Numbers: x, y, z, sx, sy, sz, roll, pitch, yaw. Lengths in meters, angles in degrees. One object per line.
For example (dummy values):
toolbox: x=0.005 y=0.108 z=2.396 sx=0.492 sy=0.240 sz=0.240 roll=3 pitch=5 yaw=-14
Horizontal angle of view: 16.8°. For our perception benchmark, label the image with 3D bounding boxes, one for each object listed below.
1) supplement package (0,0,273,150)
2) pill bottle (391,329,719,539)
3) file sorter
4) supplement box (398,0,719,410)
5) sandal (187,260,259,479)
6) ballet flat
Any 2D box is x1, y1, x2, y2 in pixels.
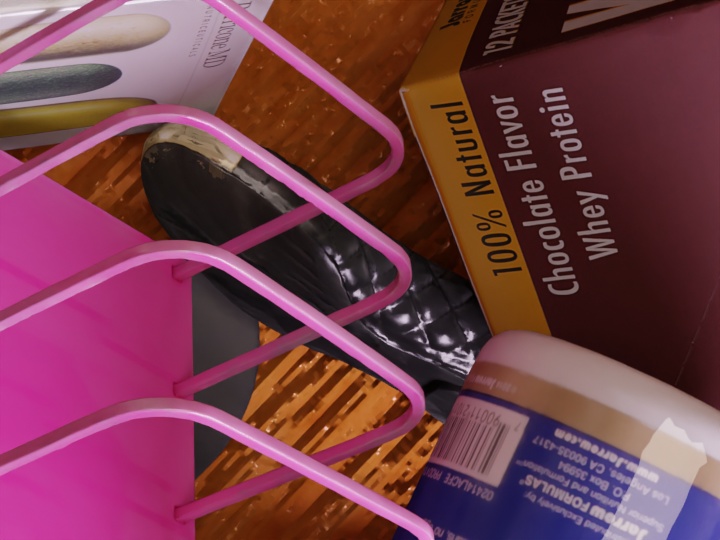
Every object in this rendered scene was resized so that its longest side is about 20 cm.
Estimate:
supplement package: x=-0.146 y=-0.126 z=0.797 sx=0.199 sy=0.152 sz=0.152 roll=-8 pitch=78 yaw=-14
pill bottle: x=0.050 y=0.130 z=0.745 sx=0.115 sy=0.116 sz=0.201 roll=27 pitch=84 yaw=-13
file sorter: x=-0.059 y=0.037 z=0.718 sx=0.139 sy=0.125 sz=0.201 roll=32 pitch=43 yaw=-42
supplement box: x=0.147 y=-0.024 z=0.837 sx=0.199 sy=0.133 sz=0.198 roll=-15 pitch=111 yaw=19
sandal: x=-0.101 y=0.068 z=0.862 sx=0.200 sy=0.045 sz=0.075 roll=-43 pitch=102 yaw=-28
ballet flat: x=0.000 y=0.000 z=0.896 sx=0.200 sy=0.066 sz=0.057 roll=34 pitch=57 yaw=-27
